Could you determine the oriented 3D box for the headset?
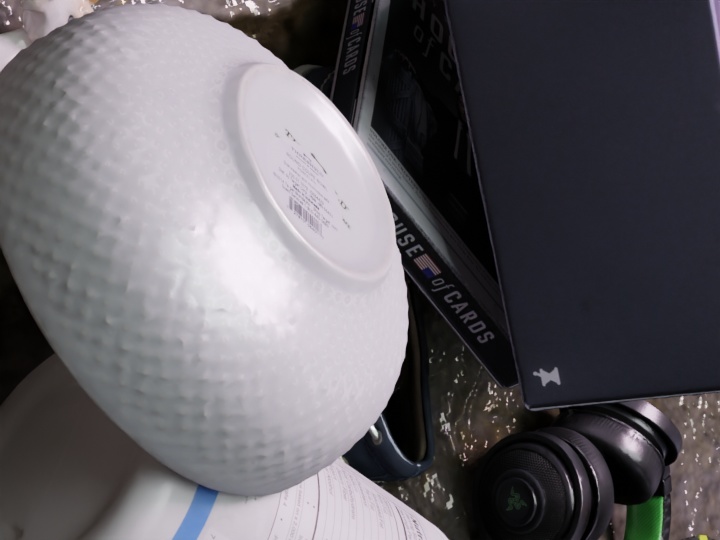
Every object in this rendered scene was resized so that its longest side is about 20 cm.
[{"bbox_3d":[0.098,0.096,1.291,0.123,0.094,0.200,-33,122,-44],"label":"headset"}]

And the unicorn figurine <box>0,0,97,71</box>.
[{"bbox_3d":[-0.168,-0.059,1.026,0.137,0.074,0.200,21,82,-53],"label":"unicorn figurine"}]

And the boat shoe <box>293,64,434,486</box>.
[{"bbox_3d":[0.000,0.000,1.192,0.075,0.062,0.200,7,78,-46],"label":"boat shoe"}]

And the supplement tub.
[{"bbox_3d":[-0.057,0.123,1.057,0.200,0.132,0.132,38,57,-37],"label":"supplement tub"}]

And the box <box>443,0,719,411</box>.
[{"bbox_3d":[0.133,-0.065,1.174,0.198,0.123,0.200,-50,130,-64],"label":"box"}]

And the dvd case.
[{"bbox_3d":[0.040,-0.059,1.218,0.150,0.025,0.200,50,28,-27],"label":"dvd case"}]

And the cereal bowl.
[{"bbox_3d":[-0.046,-0.019,0.984,0.200,0.083,0.200,42,31,-33],"label":"cereal bowl"}]

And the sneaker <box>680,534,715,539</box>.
[{"bbox_3d":[0.109,0.188,1.216,0.200,0.076,0.075,-9,60,-42],"label":"sneaker"}]
